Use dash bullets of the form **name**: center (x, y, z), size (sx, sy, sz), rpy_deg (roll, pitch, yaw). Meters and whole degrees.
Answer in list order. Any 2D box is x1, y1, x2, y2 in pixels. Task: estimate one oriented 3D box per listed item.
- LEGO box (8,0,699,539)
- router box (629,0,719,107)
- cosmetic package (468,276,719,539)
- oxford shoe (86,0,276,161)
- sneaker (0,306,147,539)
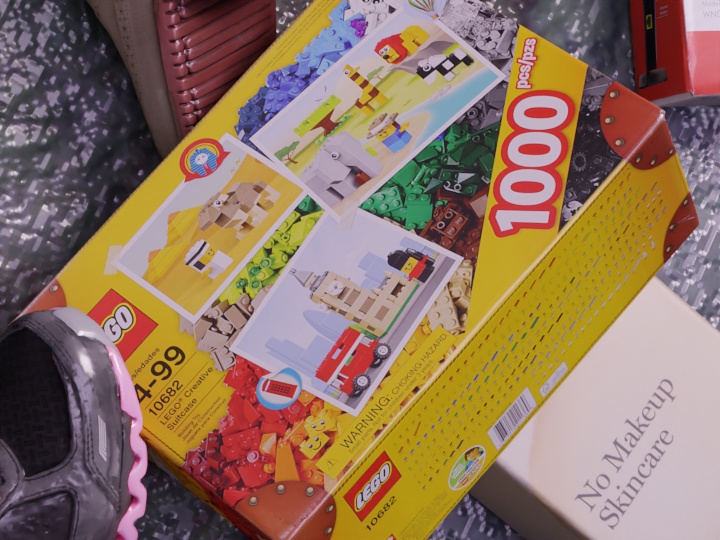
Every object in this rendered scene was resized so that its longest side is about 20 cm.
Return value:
- **LEGO box**: center (0.000, 0.000, 0.825), size (0.200, 0.149, 0.077), rpy_deg (-48, 148, -12)
- **router box**: center (0.208, -0.163, 0.972), size (0.199, 0.049, 0.180), rpy_deg (-4, 89, -20)
- **cosmetic package**: center (0.105, 0.068, 0.911), size (0.200, 0.073, 0.104), rpy_deg (39, 75, -15)
- **oxford shoe**: center (-0.084, -0.125, 0.865), size (0.070, 0.075, 0.201), rpy_deg (-31, 115, -56)
- **sneaker**: center (-0.144, 0.103, 0.771), size (0.095, 0.079, 0.200), rpy_deg (7, 111, -52)
